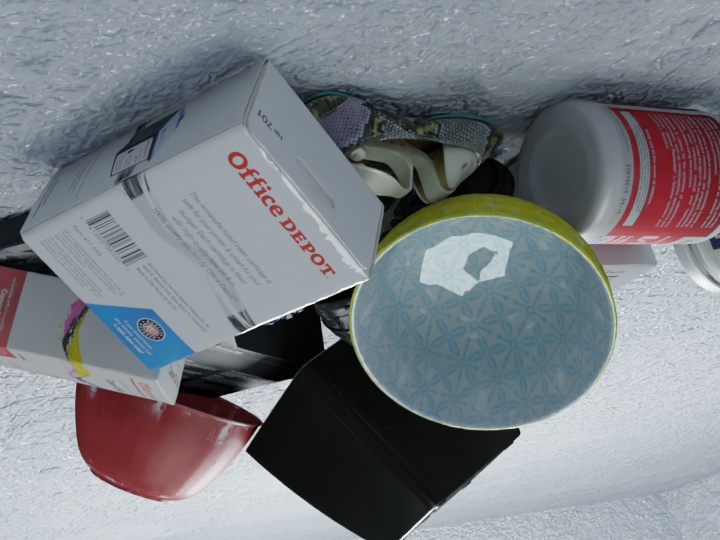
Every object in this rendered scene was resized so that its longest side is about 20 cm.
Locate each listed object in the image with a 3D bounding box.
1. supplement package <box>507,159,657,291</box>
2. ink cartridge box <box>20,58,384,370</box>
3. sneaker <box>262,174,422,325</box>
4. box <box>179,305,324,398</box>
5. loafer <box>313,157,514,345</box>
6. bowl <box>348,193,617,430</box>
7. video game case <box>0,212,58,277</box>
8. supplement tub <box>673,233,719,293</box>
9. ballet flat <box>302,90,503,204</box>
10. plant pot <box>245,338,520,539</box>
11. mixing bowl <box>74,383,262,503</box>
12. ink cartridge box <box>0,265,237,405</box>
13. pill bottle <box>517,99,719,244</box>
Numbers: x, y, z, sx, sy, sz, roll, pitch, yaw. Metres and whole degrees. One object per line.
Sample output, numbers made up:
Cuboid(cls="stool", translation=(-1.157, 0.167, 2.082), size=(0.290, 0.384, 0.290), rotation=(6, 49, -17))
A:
Cuboid(cls="supplement package", translation=(0.150, -0.015, 1.173), size=(0.109, 0.114, 0.200), rotation=(-1, 157, -33))
Cuboid(cls="ink cartridge box", translation=(-0.107, -0.033, 0.897), size=(0.200, 0.086, 0.146), rotation=(-24, 122, 26))
Cuboid(cls="sneaker", translation=(-0.047, -0.024, 1.045), size=(0.200, 0.085, 0.077), rotation=(-24, 118, 3))
Cuboid(cls="box", translation=(-0.141, 0.064, 1.254), size=(0.141, 0.079, 0.200), rotation=(-12, 163, 24))
Cuboid(cls="loafer", translation=(0.045, -0.021, 1.074), size=(0.201, 0.068, 0.070), rotation=(-44, 137, 1))
Cuboid(cls="bowl", translation=(0.096, 0.014, 1.000), size=(0.200, 0.108, 0.200), rotation=(4, 125, 6))
Cuboid(cls="video game case", translation=(-0.185, -0.022, 1.069), size=(0.200, 0.026, 0.181), rotation=(-15, 161, 7))
Cuboid(cls="supplement tub", translation=(0.386, -0.052, 1.139), size=(0.145, 0.145, 0.200), rotation=(-2, 172, -30))
Cuboid(cls="ballet flat", translation=(0.036, -0.083, 0.970), size=(0.200, 0.072, 0.072), rotation=(4, 155, -42))
Cuboid(cls="plant pot", translation=(0.035, 0.157, 1.293), size=(0.199, 0.177, 0.200), rotation=(-33, 167, -35))
Cuboid(cls="mixing bowl", translation=(-0.212, 0.168, 1.323), size=(0.200, 0.108, 0.200), rotation=(22, 179, 0))
Cuboid(cls="ink cartridge box", translation=(-0.207, 0.057, 1.055), size=(0.200, 0.068, 0.116), rotation=(11, 165, 2))
Cuboid(cls="pill bottle", translation=(0.236, -0.077, 1.050), size=(0.200, 0.112, 0.112), rotation=(0, 158, -32))
